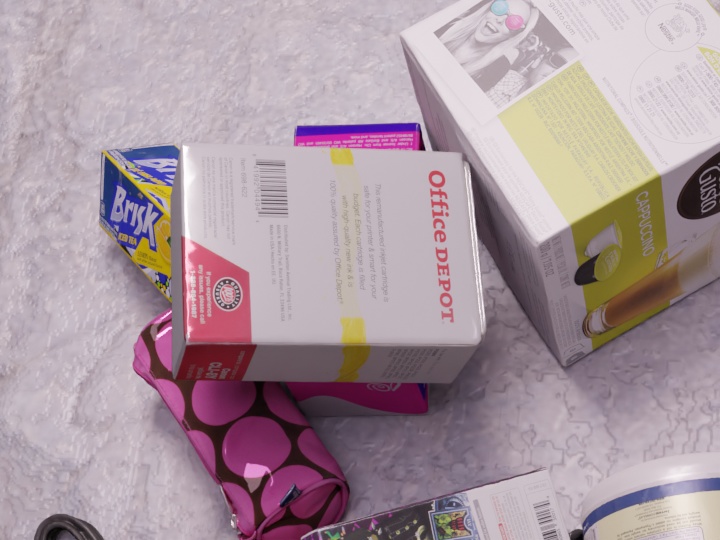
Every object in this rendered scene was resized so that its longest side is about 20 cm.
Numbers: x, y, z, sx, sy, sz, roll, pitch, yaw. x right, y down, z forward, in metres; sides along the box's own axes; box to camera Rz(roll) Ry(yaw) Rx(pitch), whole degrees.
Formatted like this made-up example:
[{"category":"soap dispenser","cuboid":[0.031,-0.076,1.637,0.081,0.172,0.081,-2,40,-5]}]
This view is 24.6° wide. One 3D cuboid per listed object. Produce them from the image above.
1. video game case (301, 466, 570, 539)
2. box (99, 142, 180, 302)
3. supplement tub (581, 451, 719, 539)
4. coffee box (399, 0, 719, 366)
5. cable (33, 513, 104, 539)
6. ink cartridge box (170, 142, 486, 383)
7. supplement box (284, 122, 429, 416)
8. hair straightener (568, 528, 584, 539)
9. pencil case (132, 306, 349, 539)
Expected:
[{"category":"video game case","cuboid":[0.072,0.244,1.066,0.181,0.036,0.201,-11,77,-28]},{"category":"box","cuboid":[-0.132,-0.028,1.254,0.064,0.070,0.200,-9,30,-30]},{"category":"supplement tub","cuboid":[0.224,0.231,1.053,0.144,0.145,0.201,-9,63,8]},{"category":"coffee box","cuboid":[0.172,-0.093,1.191,0.197,0.200,0.200,-29,61,-3]},{"category":"cable","cuboid":[-0.156,0.241,1.206,0.199,0.050,0.098,10,84,30]},{"category":"ink cartridge box","cuboid":[-0.026,-0.002,1.119,0.199,0.083,0.146,2,66,-12]},{"category":"supplement box","cuboid":[0.000,0.000,1.241,0.103,0.101,0.201,0,65,11]},{"category":"hair straightener","cuboid":[0.087,0.251,1.133,0.077,0.041,0.200,39,77,26]},{"category":"pencil case","cuboid":[-0.094,0.112,1.214,0.093,0.091,0.200,-28,58,-17]}]
